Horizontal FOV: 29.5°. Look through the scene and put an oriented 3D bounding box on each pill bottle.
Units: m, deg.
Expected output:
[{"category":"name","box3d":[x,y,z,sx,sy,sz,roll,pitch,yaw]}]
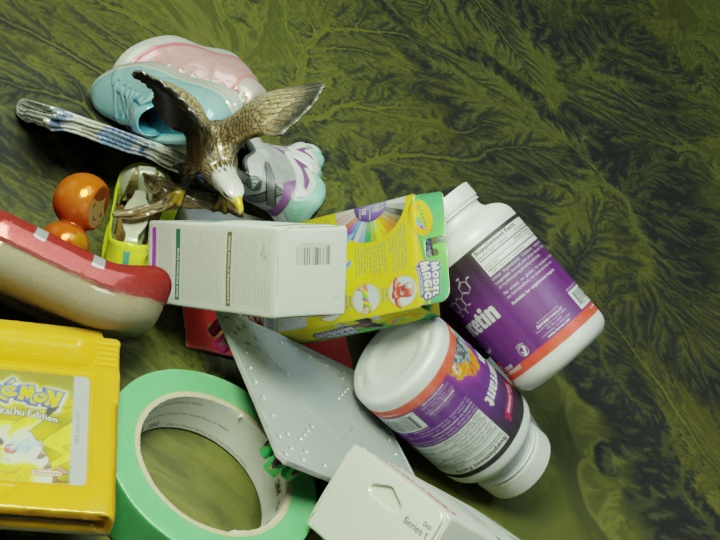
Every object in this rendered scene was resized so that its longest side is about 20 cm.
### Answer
[{"category":"pill bottle","box3d":[0.096,0.138,1.345,0.200,0.111,0.112,43,28,-29]},{"category":"pill bottle","box3d":[0.140,0.013,1.355,0.200,0.112,0.112,50,34,4]}]

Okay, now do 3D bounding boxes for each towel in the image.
[{"category":"towel","box3d":[-0.245,-0.131,1.397,0.200,0.024,0.147,18,2,-30]}]

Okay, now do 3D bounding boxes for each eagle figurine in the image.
[{"category":"eagle figurine","box3d":[-0.129,-0.121,1.243,0.151,0.200,0.152,36,50,12]}]

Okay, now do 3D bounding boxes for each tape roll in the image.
[{"category":"tape roll","box3d":[-0.134,0.176,1.166,0.200,0.048,0.201,25,34,-19]}]

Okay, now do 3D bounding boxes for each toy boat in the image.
[{"category":"toy boat","box3d":[-0.255,-0.024,1.191,0.200,0.130,0.131,27,73,-18]}]

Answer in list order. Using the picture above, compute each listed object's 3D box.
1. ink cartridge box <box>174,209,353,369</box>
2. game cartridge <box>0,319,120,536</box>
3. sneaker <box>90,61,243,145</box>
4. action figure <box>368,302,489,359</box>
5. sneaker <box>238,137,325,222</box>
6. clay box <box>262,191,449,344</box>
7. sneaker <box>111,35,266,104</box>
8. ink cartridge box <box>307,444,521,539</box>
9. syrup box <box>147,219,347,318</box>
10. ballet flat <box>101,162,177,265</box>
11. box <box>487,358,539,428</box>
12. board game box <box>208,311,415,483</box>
[{"category":"ink cartridge box","box3d":[-0.092,0.020,1.398,0.200,0.045,0.176,16,38,-30]},{"category":"game cartridge","box3d":[-0.279,0.115,1.075,0.176,0.032,0.200,7,42,-15]},{"category":"sneaker","box3d":[-0.220,-0.172,1.420,0.200,0.074,0.082,10,22,33]},{"category":"action figure","box3d":[0.072,0.014,1.433,0.149,0.134,0.200,-40,85,-12]},{"category":"sneaker","box3d":[-0.112,-0.122,1.482,0.140,0.078,0.200,30,10,-16]},{"category":"clay box","box3d":[0.000,0.000,1.318,0.048,0.200,0.115,31,53,-58]},{"category":"sneaker","box3d":[-0.183,-0.205,1.555,0.200,0.075,0.105,-5,47,-52]},{"category":"ink cartridge box","box3d":[0.073,0.241,1.154,0.200,0.084,0.146,33,-2,-37]},{"category":"syrup box","box3d":[-0.106,-0.005,1.232,0.079,0.082,0.200,-2,5,-42]},{"category":"ballet flat","box3d":[-0.216,-0.062,1.350,0.067,0.067,0.200,7,40,-4]},{"category":"box","box3d":[0.135,0.123,1.492,0.041,0.039,0.200,2,47,-44]},{"category":"board game box","box3d":[-0.039,0.137,1.256,0.200,0.026,0.200,28,22,-40]}]
